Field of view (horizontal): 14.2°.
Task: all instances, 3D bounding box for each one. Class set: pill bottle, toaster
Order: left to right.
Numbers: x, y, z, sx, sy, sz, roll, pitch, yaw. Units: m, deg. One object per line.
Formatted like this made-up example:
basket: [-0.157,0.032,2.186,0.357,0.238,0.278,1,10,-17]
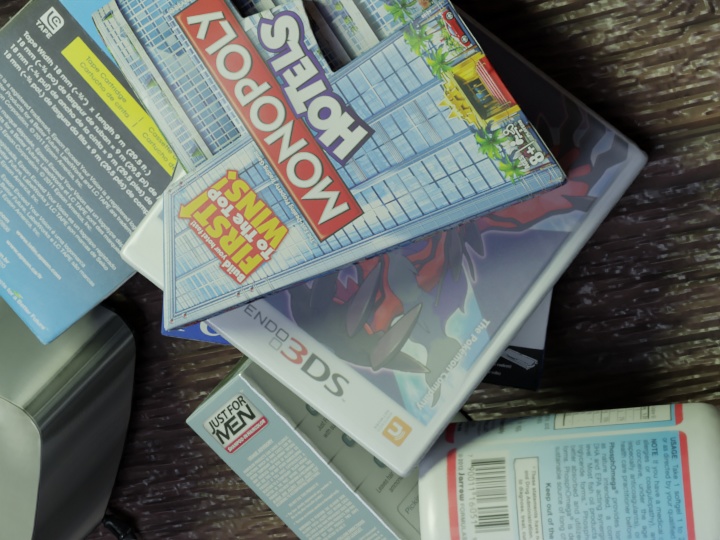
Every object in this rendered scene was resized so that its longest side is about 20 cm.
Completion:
toaster: [-0.225,0.085,1.670,0.199,0.119,0.181,26,132,13]
pill bottle: [0.133,0.124,1.451,0.199,0.109,0.109,-5,121,7]

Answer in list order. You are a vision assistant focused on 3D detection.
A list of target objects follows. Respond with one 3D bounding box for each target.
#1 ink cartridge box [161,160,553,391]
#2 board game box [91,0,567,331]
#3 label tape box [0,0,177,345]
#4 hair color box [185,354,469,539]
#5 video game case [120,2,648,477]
ink cartridge box: [0.000,0.000,1.481,0.199,0.044,0.094,8,128,4]
board game box: [-0.037,-0.070,1.387,0.199,0.062,0.200,-34,87,2]
label tape box: [-0.143,-0.075,1.541,0.200,0.063,0.144,-37,98,32]
hair color box: [0.013,0.112,1.554,0.200,0.099,0.061,46,134,-4]
video game case: [0.011,-0.032,1.425,0.182,0.023,0.200,37,91,3]
